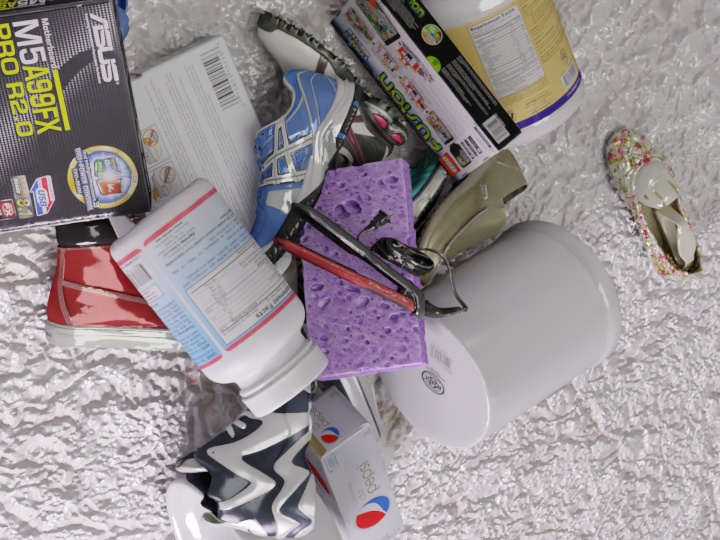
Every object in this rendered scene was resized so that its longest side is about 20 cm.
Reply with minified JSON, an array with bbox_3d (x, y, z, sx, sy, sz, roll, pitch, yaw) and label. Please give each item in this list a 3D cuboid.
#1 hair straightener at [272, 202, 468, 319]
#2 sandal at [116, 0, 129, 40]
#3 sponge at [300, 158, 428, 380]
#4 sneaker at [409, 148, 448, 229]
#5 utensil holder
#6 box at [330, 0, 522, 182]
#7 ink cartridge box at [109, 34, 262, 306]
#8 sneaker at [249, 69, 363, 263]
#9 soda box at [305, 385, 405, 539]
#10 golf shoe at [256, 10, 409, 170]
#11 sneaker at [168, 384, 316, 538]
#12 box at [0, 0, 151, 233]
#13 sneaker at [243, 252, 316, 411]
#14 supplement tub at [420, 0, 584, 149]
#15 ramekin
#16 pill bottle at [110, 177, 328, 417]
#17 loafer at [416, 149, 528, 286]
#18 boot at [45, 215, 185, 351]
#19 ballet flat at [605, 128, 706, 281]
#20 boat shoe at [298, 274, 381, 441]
[{"bbox_3d":[0.020,-0.016,1.442,0.200,0.041,0.077,27,84,-20],"label":"hair straightener"},{"bbox_3d":[-0.271,-0.183,1.381,0.079,0.087,0.200,39,87,-33],"label":"sandal"},{"bbox_3d":[0.000,0.000,1.512,0.111,0.030,0.200,-7,82,15],"label":"sponge"},{"bbox_3d":[0.026,-0.069,1.580,0.080,0.078,0.200,39,67,5],"label":"sneaker"},{"bbox_3d":[0.137,0.066,1.601,0.200,0.170,0.170,-31,119,-34],"label":"utensil holder"},{"bbox_3d":[0.059,-0.184,1.496,0.035,0.110,0.200,-39,92,-22],"label":"box"},{"bbox_3d":[-0.167,-0.092,1.465,0.173,0.044,0.200,-29,108,-22],"label":"ink cartridge box"},{"bbox_3d":[-0.069,-0.093,1.466,0.077,0.076,0.200,24,84,-3],"label":"sneaker"},{"bbox_3d":[-0.014,0.210,1.614,0.064,0.068,0.200,-34,140,-16],"label":"soda box"},{"bbox_3d":[-0.039,-0.165,1.519,0.088,0.077,0.200,-47,121,-1],"label":"golf shoe"},{"bbox_3d":[-0.113,0.150,1.459,0.129,0.079,0.199,0,74,-13],"label":"sneaker"},{"bbox_3d":[-0.271,-0.134,1.338,0.160,0.044,0.200,-8,120,-3],"label":"box"},{"bbox_3d":[-0.070,0.069,1.564,0.082,0.077,0.200,4,116,-8],"label":"sneaker"},{"bbox_3d":[0.121,-0.233,1.541,0.145,0.145,0.200,-34,118,-15],"label":"supplement tub"},{"bbox_3d":[-0.097,0.270,1.555,0.098,0.200,0.201,-30,118,-26],"label":"ramekin"},{"bbox_3d":[-0.120,0.026,1.392,0.109,0.109,0.200,-38,97,-13],"label":"pill bottle"},{"bbox_3d":[0.110,-0.053,1.594,0.068,0.076,0.200,37,60,1],"label":"loafer"},{"bbox_3d":[-0.193,-0.001,1.491,0.200,0.072,0.144,2,100,-28],"label":"boot"},{"bbox_3d":[0.337,-0.071,1.756,0.076,0.064,0.200,-38,119,-12],"label":"ballet flat"},{"bbox_3d":[-0.009,0.085,1.617,0.066,0.072,0.200,-27,106,-18],"label":"boat shoe"}]
